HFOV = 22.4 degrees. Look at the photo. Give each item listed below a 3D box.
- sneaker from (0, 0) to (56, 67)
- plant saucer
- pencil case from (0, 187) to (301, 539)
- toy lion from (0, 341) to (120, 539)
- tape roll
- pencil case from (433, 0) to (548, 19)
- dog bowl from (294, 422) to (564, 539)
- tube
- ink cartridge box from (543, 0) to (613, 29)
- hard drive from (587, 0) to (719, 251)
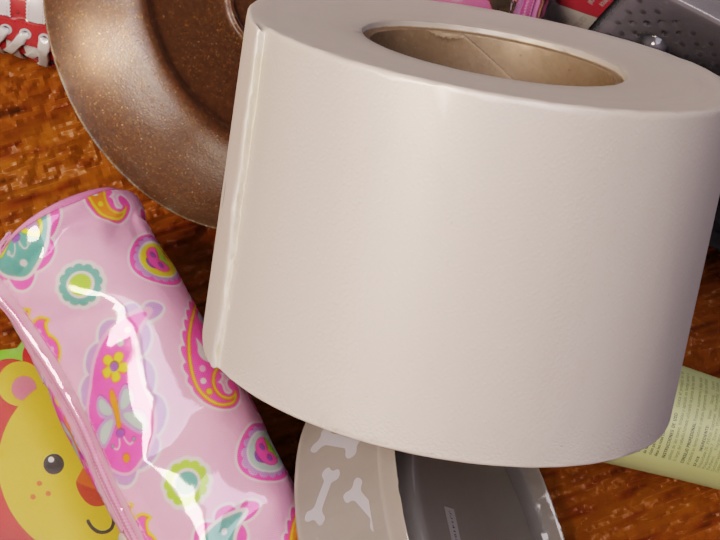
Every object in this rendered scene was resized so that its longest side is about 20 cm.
[{"bbox_3d":[-0.185,-0.121,0.867,0.199,0.071,0.113,38,76,-3],"label":"sneaker"},{"bbox_3d":[-0.056,-0.121,0.865,0.199,0.036,0.203,11,73,-38],"label":"plant saucer"},{"bbox_3d":[-0.092,0.065,0.801,0.087,0.088,0.201,-25,78,-15],"label":"pencil case"},{"bbox_3d":[-0.103,0.124,0.848,0.198,0.069,0.193,22,68,-7],"label":"toy lion"},{"bbox_3d":[0.042,-0.023,0.740,0.201,0.203,0.141,6,108,-11],"label":"tape roll"},{"bbox_3d":[0.072,-0.184,0.857,0.082,0.087,0.201,19,121,-4],"label":"pencil case"},{"bbox_3d":[0.037,0.131,0.812,0.058,0.200,0.202,-21,84,20],"label":"dog bowl"},{"bbox_3d":[0.140,0.070,0.915,0.198,0.052,0.058,16,35,-5],"label":"tube"},{"bbox_3d":[0.197,-0.119,0.907,0.199,0.148,0.086,30,75,-4],"label":"ink cartridge box"},{"bbox_3d":[0.186,-0.062,0.844,0.199,0.135,0.043,29,57,-7],"label":"hard drive"}]
